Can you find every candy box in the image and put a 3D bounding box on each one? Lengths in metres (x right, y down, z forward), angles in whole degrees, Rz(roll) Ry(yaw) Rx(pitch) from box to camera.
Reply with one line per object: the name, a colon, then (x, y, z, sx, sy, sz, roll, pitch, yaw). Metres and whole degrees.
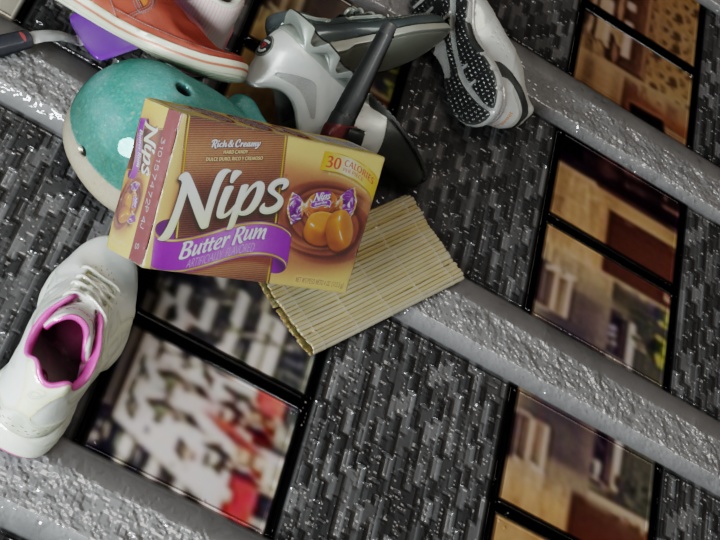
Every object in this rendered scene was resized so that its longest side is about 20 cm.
candy box: (-0.084, -0.054, 1.176, 0.200, 0.117, 0.056, 9, 12, -44)

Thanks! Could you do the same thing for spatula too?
spatula: (-0.257, -0.187, 1.261, 0.200, 0.021, 0.057, -19, 65, -41)

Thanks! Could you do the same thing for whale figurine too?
whale figurine: (-0.136, -0.113, 1.233, 0.200, 0.104, 0.159, -12, 62, -45)

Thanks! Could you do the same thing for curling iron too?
curling iron: (-0.011, -0.115, 1.296, 0.026, 0.049, 0.200, 35, 75, -55)

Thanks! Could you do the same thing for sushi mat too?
sushi mat: (0.000, 0.000, 1.311, 0.200, 0.012, 0.096, -25, 76, -43)

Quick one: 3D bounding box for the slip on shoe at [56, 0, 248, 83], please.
slip on shoe: (-0.175, -0.211, 1.252, 0.200, 0.061, 0.074, 31, 2, 4)

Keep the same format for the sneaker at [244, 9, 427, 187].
sneaker: (-0.025, -0.127, 1.352, 0.089, 0.074, 0.200, -48, 117, -4)

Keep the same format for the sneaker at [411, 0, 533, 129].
sneaker: (0.110, -0.219, 1.517, 0.080, 0.074, 0.200, 12, 56, -46)

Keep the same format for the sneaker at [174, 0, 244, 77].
sneaker: (-0.157, -0.275, 1.337, 0.075, 0.105, 0.201, -11, 65, -37)

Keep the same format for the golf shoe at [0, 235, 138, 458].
golf shoe: (-0.196, 0.039, 1.093, 0.075, 0.092, 0.200, 31, 45, -12)

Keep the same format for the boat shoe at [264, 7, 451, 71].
boat shoe: (-0.001, -0.220, 1.428, 0.200, 0.073, 0.062, -17, 73, -36)
